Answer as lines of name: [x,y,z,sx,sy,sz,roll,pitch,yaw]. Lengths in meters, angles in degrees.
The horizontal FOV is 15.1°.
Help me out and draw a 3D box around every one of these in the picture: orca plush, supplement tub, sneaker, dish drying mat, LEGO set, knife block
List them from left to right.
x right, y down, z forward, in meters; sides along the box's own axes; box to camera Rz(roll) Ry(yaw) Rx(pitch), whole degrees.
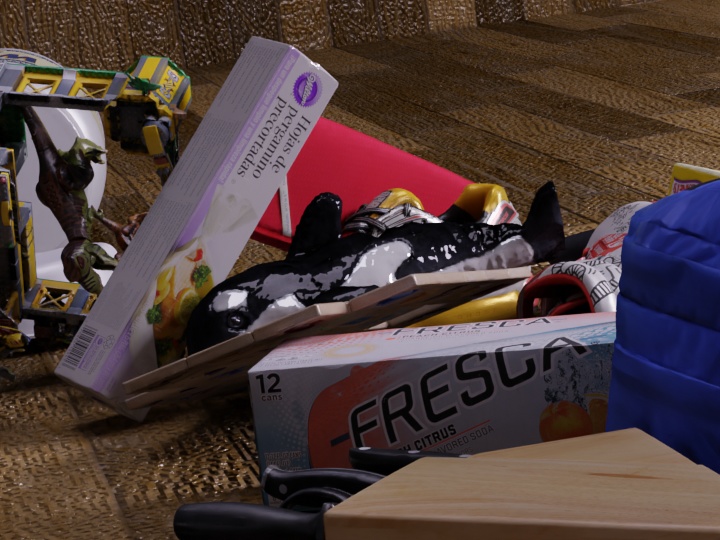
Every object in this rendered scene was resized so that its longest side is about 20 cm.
supplement tub: [-0.249,-0.077,1.893,0.144,0.146,0.200,-8,9,-5]
LEGO set: [-0.157,-0.012,1.392,0.153,0.201,0.116,13,36,5]
dish drying mat: [-0.001,-0.034,1.472,0.200,0.077,0.018,21,15,-49]
sneaker: [0.000,0.000,1.444,0.199,0.083,0.078,-14,11,-30]
orca plush: [0.001,-0.011,1.339,0.199,0.071,0.105,-21,-7,1]
knife block: [0.027,0.103,0.872,0.174,0.064,0.200,-10,10,-12]
sneaker: [0.120,0.009,1.345,0.107,0.068,0.201,-7,12,-16]

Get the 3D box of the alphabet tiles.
alphabet tiles: [-0.025,0.032,1.250,0.166,0.008,0.200,-22,-7,20]

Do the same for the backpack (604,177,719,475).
backpack: [0.186,0.021,0.933,0.162,0.169,0.200,4,2,-28]

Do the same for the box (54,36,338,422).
box: [-0.081,-0.021,1.349,0.039,0.201,0.041,36,-11,-36]

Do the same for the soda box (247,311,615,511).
soda box: [0.057,0.057,1.125,0.199,0.064,0.068,-6,9,13]

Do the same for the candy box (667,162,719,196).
candy box: [0.262,-0.020,1.348,0.199,0.027,0.102,11,7,-17]

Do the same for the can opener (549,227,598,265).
can opener: [0.191,-0.010,1.454,0.199,0.079,0.064,-11,34,16]

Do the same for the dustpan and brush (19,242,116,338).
dustpan and brush: [-0.164,0.019,1.582,0.199,0.058,0.139,-8,8,41]
